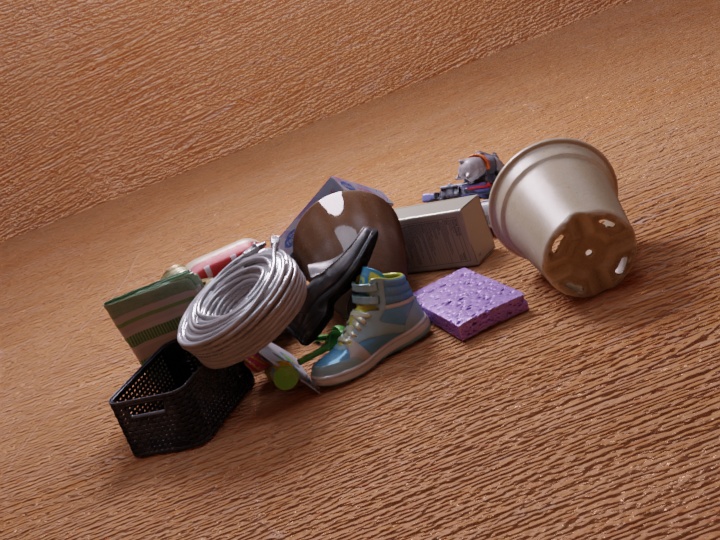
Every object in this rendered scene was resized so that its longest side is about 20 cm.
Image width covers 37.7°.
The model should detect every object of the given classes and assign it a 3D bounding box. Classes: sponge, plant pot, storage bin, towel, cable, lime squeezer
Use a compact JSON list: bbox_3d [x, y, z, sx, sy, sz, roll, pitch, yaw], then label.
[{"bbox_3d":[0.154,0.047,1.569,0.111,0.030,0.200,-26,18,-14],"label":"sponge"},{"bbox_3d":[0.000,0.000,1.680,0.186,0.187,0.200,-22,34,-1],"label":"plant pot"},{"bbox_3d":[-0.260,0.177,1.559,0.135,0.094,0.200,-13,20,24],"label":"storage bin"},{"bbox_3d":[0.300,-0.063,1.501,0.200,0.201,0.184,-20,28,2],"label":"plant pot"},{"bbox_3d":[-0.290,0.099,1.659,0.152,0.200,0.023,-21,37,1],"label":"towel"},{"bbox_3d":[-0.168,0.053,1.502,0.200,0.069,0.200,-36,25,3],"label":"cable"},{"bbox_3d":[-0.051,0.106,1.585,0.070,0.038,0.200,-1,7,3],"label":"lime squeezer"}]

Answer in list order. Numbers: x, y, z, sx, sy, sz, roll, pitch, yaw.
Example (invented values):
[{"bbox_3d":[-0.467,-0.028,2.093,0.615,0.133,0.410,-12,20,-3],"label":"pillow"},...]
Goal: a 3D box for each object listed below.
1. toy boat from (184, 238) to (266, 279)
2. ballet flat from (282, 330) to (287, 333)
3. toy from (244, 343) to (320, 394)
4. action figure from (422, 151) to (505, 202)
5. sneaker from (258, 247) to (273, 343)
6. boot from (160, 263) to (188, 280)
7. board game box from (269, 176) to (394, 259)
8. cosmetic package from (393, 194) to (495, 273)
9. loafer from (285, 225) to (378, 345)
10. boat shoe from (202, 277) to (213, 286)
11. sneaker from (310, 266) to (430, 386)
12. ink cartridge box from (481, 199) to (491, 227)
[{"bbox_3d":[-0.240,0.039,1.942,0.199,0.131,0.131,-25,47,-13],"label":"toy boat"},{"bbox_3d":[-0.165,0.099,1.774,0.199,0.047,0.067,-8,-1,20],"label":"ballet flat"},{"bbox_3d":[-0.136,0.136,1.555,0.047,0.115,0.200,-56,20,-3],"label":"toy"},{"bbox_3d":[0.215,-0.181,1.995,0.199,0.105,0.193,-6,-3,22],"label":"action figure"},{"bbox_3d":[-0.149,0.061,1.709,0.082,0.201,0.075,3,-18,21],"label":"sneaker"},{"bbox_3d":[-0.289,0.111,1.773,0.155,0.201,0.073,35,24,26],"label":"boot"},{"bbox_3d":[-0.056,-0.066,1.835,0.200,0.041,0.199,-48,-21,15],"label":"board game box"},{"bbox_3d":[0.118,-0.059,1.804,0.199,0.104,0.073,-6,22,37],"label":"cosmetic package"},{"bbox_3d":[-0.049,0.011,1.549,0.200,0.072,0.073,-53,-11,-3],"label":"loafer"},{"bbox_3d":[-0.275,0.049,1.824,0.200,0.074,0.063,1,-1,35],"label":"boat shoe"},{"bbox_3d":[-0.004,0.071,1.515,0.200,0.131,0.079,-30,20,-22],"label":"sneaker"},{"bbox_3d":[0.255,-0.109,1.923,0.162,0.057,0.200,-7,2,38],"label":"ink cartridge box"}]
